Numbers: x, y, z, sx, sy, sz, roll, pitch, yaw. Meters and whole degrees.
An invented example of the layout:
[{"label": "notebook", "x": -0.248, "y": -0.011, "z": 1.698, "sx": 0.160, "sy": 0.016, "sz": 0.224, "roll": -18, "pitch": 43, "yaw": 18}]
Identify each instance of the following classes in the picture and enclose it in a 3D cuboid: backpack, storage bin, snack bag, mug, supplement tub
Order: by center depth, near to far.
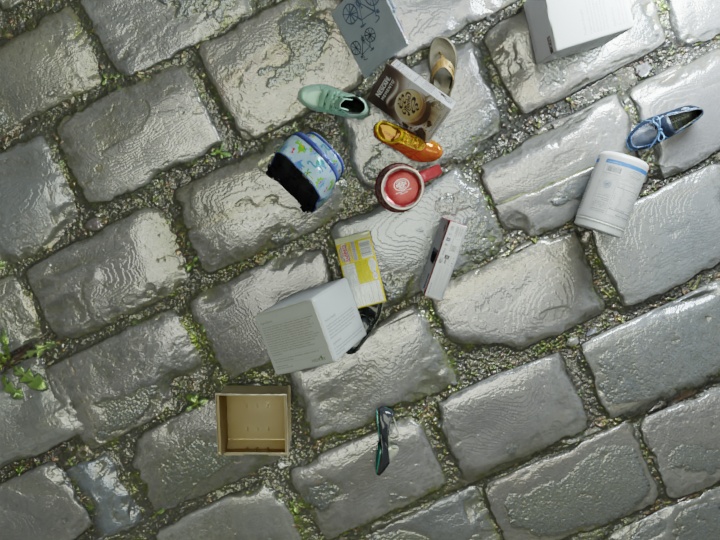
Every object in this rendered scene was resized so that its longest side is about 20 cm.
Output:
[{"label": "snack bag", "x": 0.027, "y": -0.620, "z": 1.526, "sx": 0.021, "sy": 0.188, "sz": 0.201, "roll": -33, "pitch": 98, "yaw": -40}, {"label": "backpack", "x": -0.135, "y": -0.266, "z": 1.545, "sx": 0.183, "sy": 0.200, "sz": 0.147, "roll": 44, "pitch": 77, "yaw": -3}, {"label": "mug", "x": 0.115, "y": -0.231, "z": 1.546, "sx": 0.133, "sy": 0.200, "sz": 0.178, "roll": 37, "pitch": 97, "yaw": -4}, {"label": "supplement tub", "x": 0.658, "y": -0.200, "z": 1.577, "sx": 0.131, "sy": 0.132, "sz": 0.202, "roll": 18, "pitch": 99, "yaw": -2}, {"label": "storage bin", "x": -0.299, "y": 0.430, "z": 1.697, "sx": 0.198, "sy": 0.094, "sz": 0.201, "roll": 0, "pitch": 98, "yaw": 1}]

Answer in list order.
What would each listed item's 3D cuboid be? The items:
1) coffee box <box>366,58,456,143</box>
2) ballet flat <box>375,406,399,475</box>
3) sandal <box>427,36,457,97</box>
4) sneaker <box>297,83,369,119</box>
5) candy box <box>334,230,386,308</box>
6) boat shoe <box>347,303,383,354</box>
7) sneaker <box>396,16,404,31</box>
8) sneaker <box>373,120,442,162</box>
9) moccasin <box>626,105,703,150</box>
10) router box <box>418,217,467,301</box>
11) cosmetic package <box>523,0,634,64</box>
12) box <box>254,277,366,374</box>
[{"label": "coffee box", "x": 0.132, "y": -0.441, "z": 1.557, "sx": 0.199, "sy": 0.080, "sz": 0.113, "roll": 34, "pitch": 124, "yaw": -2}, {"label": "ballet flat", "x": 0.077, "y": 0.490, "z": 1.713, "sx": 0.072, "sy": 0.073, "sz": 0.202, "roll": 1, "pitch": 96, "yaw": 1}, {"label": "sandal", "x": 0.213, "y": -0.512, "z": 1.578, "sx": 0.079, "sy": 0.054, "sz": 0.202, "roll": 6, "pitch": 99, "yaw": 1}, {"label": "sneaker", "x": -0.072, "y": -0.447, "z": 1.560, "sx": 0.198, "sy": 0.118, "sz": 0.075, "roll": 13, "pitch": 100, "yaw": 0}, {"label": "candy box", "x": 0.000, "y": 0.000, "z": 1.645, "sx": 0.101, "sy": 0.026, "sz": 0.202, "roll": -14, "pitch": 84, "yaw": 5}, {"label": "boat shoe", "x": 0.005, "y": 0.146, "z": 1.666, "sx": 0.074, "sy": 0.066, "sz": 0.200, "roll": 32, "pitch": 97, "yaw": -2}, {"label": "sneaker", "x": 0.045, "y": -0.675, "z": 1.546, "sx": 0.075, "sy": 0.078, "sz": 0.200, "roll": -44, "pitch": 95, "yaw": 5}, {"label": "sneaker", "x": 0.125, "y": -0.338, "z": 1.593, "sx": 0.198, "sy": 0.077, "sz": 0.074, "roll": 18, "pitch": 96, "yaw": -3}, {"label": "moccasin", "x": 0.801, "y": -0.386, "z": 1.580, "sx": 0.199, "sy": 0.068, "sz": 0.081, "roll": -31, "pitch": 96, "yaw": 5}, {"label": "router box", "x": 0.214, "y": -0.034, "z": 1.582, "sx": 0.048, "sy": 0.180, "sz": 0.202, "roll": 18, "pitch": 97, "yaw": -2}, {"label": "cosmetic package", "x": 0.539, "y": -0.640, "z": 1.500, "sx": 0.198, "sy": 0.165, "sz": 0.167, "roll": -15, "pitch": 97, "yaw": 2}, {"label": "box", "x": -0.128, "y": 0.144, "z": 1.573, "sx": 0.198, "sy": 0.199, "sz": 0.173, "roll": -16, "pitch": 98, "yaw": 28}]
